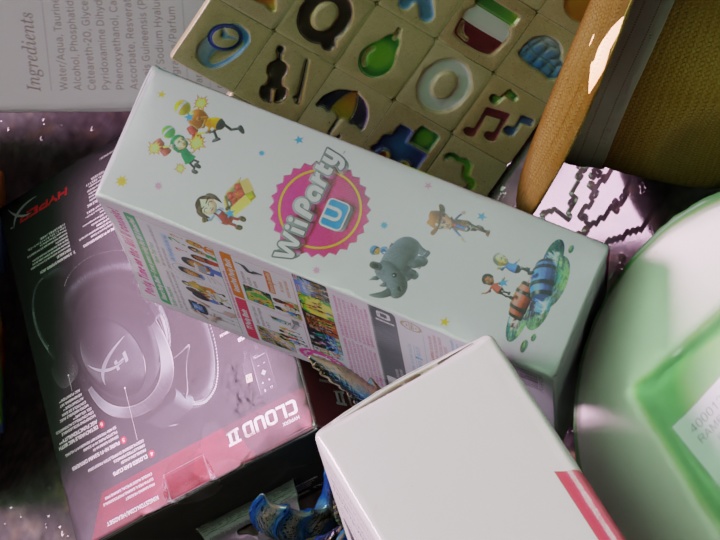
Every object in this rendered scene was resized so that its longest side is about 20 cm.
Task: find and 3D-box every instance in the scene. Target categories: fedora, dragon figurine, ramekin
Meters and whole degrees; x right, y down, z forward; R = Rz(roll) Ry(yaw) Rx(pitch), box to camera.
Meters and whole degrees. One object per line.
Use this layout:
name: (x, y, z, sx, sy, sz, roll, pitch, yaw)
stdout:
fedora: (0.129, -0.090, 1.182, 0.081, 0.201, 0.202, 23, 96, 3)
dragon figurine: (-0.007, 0.104, 1.237, 0.059, 0.200, 0.099, 42, 84, 18)
ramekin: (0.180, 0.058, 1.141, 0.199, 0.097, 0.201, -8, 76, 35)

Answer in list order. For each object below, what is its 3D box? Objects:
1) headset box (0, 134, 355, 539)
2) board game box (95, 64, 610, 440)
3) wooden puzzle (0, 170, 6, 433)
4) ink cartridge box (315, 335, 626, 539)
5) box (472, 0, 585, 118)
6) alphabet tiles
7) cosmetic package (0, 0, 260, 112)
headset box: (-0.073, 0.034, 1.351, 0.148, 0.077, 0.201, -30, 66, 29)
board game box: (0.000, 0.000, 1.205, 0.199, 0.148, 0.065, 21, 75, 9)
wooden puzzle: (-0.195, 0.002, 1.411, 0.046, 0.185, 0.201, -5, 77, -4)
ink cartridge box: (0.060, 0.142, 1.146, 0.085, 0.200, 0.146, -28, 60, -7)
box: (0.068, -0.194, 1.323, 0.164, 0.021, 0.200, 46, 108, 33)
alphabet tiles: (0.020, -0.109, 1.262, 0.200, 0.166, 0.006, -55, 27, 15)
cosmetic package: (-0.137, -0.183, 1.303, 0.199, 0.167, 0.168, -1, 42, 0)
